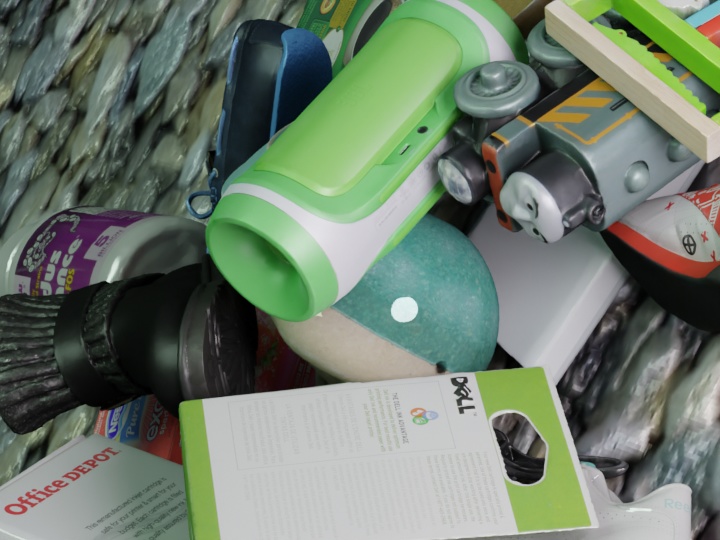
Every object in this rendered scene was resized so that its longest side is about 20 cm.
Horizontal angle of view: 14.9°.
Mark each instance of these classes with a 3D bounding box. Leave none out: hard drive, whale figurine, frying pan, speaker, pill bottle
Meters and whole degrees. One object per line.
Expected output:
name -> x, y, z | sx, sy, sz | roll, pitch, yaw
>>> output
hard drive -> 0.131, -0.046, 1.566 | 0.200, 0.027, 0.132 | -56, 32, 6
whale figurine -> 0.000, 0.000, 1.558 | 0.104, 0.159, 0.200 | -59, 40, 7
frying pan -> 0.047, 0.112, 1.504 | 0.115, 0.031, 0.190 | -31, 18, -25
speaker -> 0.006, -0.065, 1.469 | 0.088, 0.089, 0.200 | -5, 37, 53
pill bottle -> -0.171, 0.013, 1.869 | 0.200, 0.112, 0.113 | 7, 71, 57

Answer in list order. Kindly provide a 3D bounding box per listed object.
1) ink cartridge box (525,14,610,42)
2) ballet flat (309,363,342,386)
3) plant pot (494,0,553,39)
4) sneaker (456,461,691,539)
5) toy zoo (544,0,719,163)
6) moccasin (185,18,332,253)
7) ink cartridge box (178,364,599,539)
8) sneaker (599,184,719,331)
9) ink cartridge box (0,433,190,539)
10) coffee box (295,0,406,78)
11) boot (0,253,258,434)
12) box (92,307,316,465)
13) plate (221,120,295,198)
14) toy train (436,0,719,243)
ink cartridge box -> 0.142, -0.214, 1.651 | 0.109, 0.050, 0.200 | -43, 21, 27
ballet flat -> -0.012, 0.072, 1.639 | 0.069, 0.069, 0.201 | -31, 42, 39
plant pot -> 0.111, -0.198, 1.579 | 0.200, 0.027, 0.200 | -45, 22, 24
sneaker -> 0.094, 0.139, 1.433 | 0.200, 0.075, 0.089 | 0, 64, 44
toy zoo -> 0.212, -0.142, 1.418 | 0.200, 0.021, 0.131 | -30, 51, -20
moccasin -> -0.063, -0.066, 1.770 | 0.068, 0.080, 0.201 | 29, 113, 38
ink cartridge box -> 0.012, 0.127, 1.418 | 0.148, 0.199, 0.076 | -103, 9, -57
sneaker -> 0.204, -0.025, 1.416 | 0.108, 0.067, 0.201 | -44, 18, -8
ink cartridge box -> -0.104, 0.176, 1.517 | 0.199, 0.146, 0.084 | 19, 112, 21
coffee box -> 0.013, -0.127, 1.781 | 0.200, 0.044, 0.123 | 18, 81, 58
boot -> -0.143, 0.052, 1.582 | 0.157, 0.080, 0.211 | -12, 10, 4
box -> -0.105, 0.115, 1.708 | 0.102, 0.095, 0.201 | -18, 51, 48
plate -> 0.014, -0.076, 1.593 | 0.199, 0.026, 0.200 | -13, 18, 4
toy train -> 0.137, -0.087, 1.440 | 0.200, 0.085, 0.114 | -33, 41, -23
